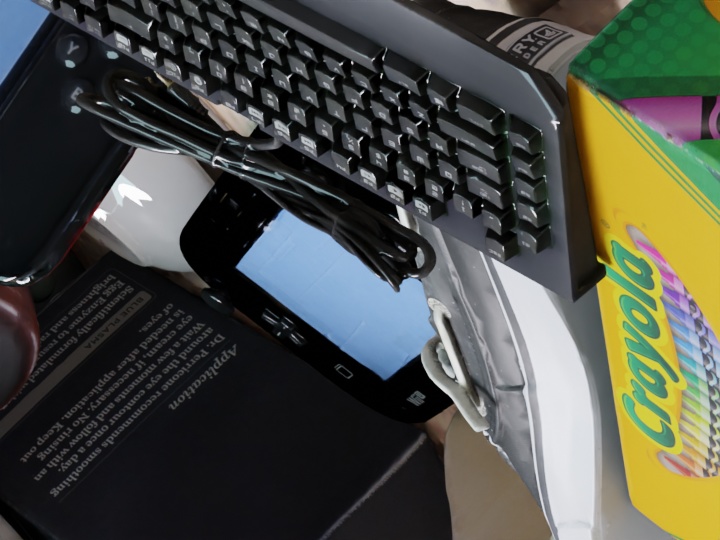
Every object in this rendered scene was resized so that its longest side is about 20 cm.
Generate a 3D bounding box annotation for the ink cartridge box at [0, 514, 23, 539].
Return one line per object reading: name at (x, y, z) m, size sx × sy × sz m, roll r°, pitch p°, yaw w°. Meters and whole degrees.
ink cartridge box at (-0.149, 0.161, 1.166) m, size 0.200 × 0.084 × 0.146 m, roll 50°, pitch 161°, yaw -13°

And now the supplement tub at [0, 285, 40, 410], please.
supplement tub at (-0.185, -0.039, 1.069) m, size 0.107 × 0.107 × 0.200 m, roll 74°, pitch 177°, yaw -56°

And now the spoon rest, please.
spoon rest at (-0.105, -0.065, 1.025) m, size 0.099 × 0.061 × 0.200 m, roll 25°, pitch 167°, yaw 50°

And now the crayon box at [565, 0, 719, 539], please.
crayon box at (0.117, 0.022, 0.686) m, size 0.119 × 0.058 × 0.200 m, roll 36°, pitch 160°, yaw 28°

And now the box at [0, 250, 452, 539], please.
box at (-0.042, 0.124, 1.172) m, size 0.200 × 0.117 × 0.197 m, roll 30°, pitch 156°, yaw 44°

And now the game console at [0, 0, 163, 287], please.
game console at (-0.143, -0.120, 0.876) m, size 0.200 × 0.172 × 0.119 m, roll 38°, pitch -173°, yaw 23°

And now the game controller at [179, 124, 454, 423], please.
game controller at (0.000, 0.000, 0.931) m, size 0.104 × 0.042 × 0.200 m, roll 46°, pitch 163°, yaw 0°

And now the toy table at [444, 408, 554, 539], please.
toy table at (0.069, 0.130, 0.937) m, size 0.200 × 0.117 × 0.184 m, roll 40°, pitch 162°, yaw 20°

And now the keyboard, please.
keyboard at (-0.027, -0.045, 0.710) m, size 0.200 × 0.021 × 0.127 m, roll 31°, pitch 157°, yaw 28°

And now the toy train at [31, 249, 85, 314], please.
toy train at (-0.148, 0.027, 1.272) m, size 0.114 × 0.085 × 0.200 m, roll 4°, pitch 134°, yaw 45°

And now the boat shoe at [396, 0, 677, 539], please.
boat shoe at (0.049, 0.012, 0.792) m, size 0.068 × 0.074 × 0.199 m, roll 24°, pitch 152°, yaw 40°
